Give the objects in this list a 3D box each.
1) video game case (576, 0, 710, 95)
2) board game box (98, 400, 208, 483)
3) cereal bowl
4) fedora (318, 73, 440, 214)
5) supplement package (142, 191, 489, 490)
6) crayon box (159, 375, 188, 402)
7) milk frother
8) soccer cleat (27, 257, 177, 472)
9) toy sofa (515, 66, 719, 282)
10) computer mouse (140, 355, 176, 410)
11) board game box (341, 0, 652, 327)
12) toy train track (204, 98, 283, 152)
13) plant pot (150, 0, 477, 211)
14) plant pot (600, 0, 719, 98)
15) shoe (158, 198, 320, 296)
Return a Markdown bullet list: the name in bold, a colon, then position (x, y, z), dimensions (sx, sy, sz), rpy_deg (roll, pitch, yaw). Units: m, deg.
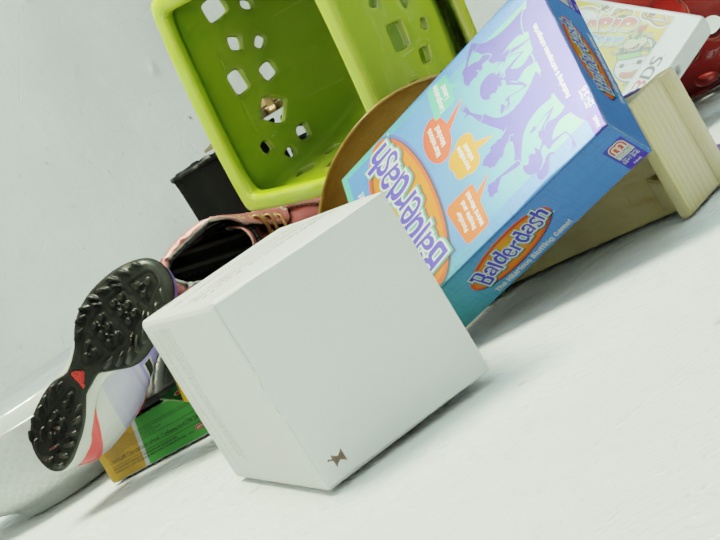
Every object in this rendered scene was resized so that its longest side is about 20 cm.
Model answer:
- **video game case**: position (0.162, -0.151, 1.361), dimensions (0.199, 0.023, 0.183), rpy_deg (19, 66, 44)
- **board game box**: position (-0.123, 0.095, 1.398), dimensions (0.152, 0.041, 0.200), rpy_deg (-29, 7, 21)
- **cereal bowl**: position (-0.278, 0.158, 1.461), dimensions (0.199, 0.084, 0.200), rpy_deg (-31, 5, 3)
- **fedora**: position (0.066, -0.049, 1.236), dimensions (0.200, 0.201, 0.082), rpy_deg (-32, 43, -10)
- **supplement package**: position (-0.033, 0.044, 0.976), dimensions (0.119, 0.122, 0.200), rpy_deg (-34, 7, -18)
- **crayon box**: position (-0.057, 0.046, 1.213), dimensions (0.199, 0.051, 0.127), rpy_deg (-6, 24, 46)
- **milk frother**: position (-0.048, -0.058, 1.562), dimensions (0.180, 0.189, 0.200), rpy_deg (-34, 7, -23)
- **soccer cleat**: position (-0.184, 0.068, 1.255), dimensions (0.073, 0.068, 0.201), rpy_deg (-10, -42, -53)
- **toy sofa**: position (0.146, -0.058, 1.104), dimensions (0.199, 0.083, 0.097), rpy_deg (-26, 9, 43)
- **computer mouse**: position (-0.164, 0.067, 1.406), dimensions (0.140, 0.046, 0.200), rpy_deg (-25, 9, 41)
- **board game box**: position (0.079, -0.066, 1.052), dimensions (0.200, 0.045, 0.153), rpy_deg (-46, 40, 26)
- **toy train track**: position (-0.099, -0.158, 1.562), dimensions (0.114, 0.033, 0.200), rpy_deg (-30, 6, 6)
- **plant pot**: position (-0.018, -0.187, 1.354), dimensions (0.199, 0.200, 0.181), rpy_deg (-11, 19, 47)
- **plant pot**: position (0.310, -0.265, 1.467), dimensions (0.181, 0.202, 0.200), rpy_deg (-19, 10, 20)
- **shoe**: position (-0.083, -0.020, 1.424), dimensions (0.198, 0.072, 0.091), rpy_deg (-20, -5, -14)
